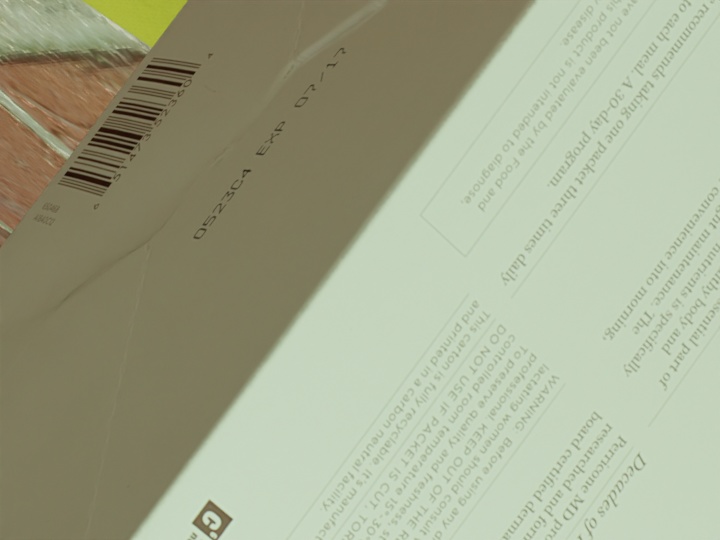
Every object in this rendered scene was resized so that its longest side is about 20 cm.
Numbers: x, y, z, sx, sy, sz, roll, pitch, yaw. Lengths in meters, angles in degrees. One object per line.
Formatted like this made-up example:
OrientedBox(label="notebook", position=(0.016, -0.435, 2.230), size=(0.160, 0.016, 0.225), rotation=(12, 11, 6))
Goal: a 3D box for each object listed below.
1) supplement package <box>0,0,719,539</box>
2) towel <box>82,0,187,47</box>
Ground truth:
OrientedBox(label="supplement package", position=(0.038, 0.036, 0.560), size=(0.200, 0.192, 0.147), rotation=(42, 169, -26))
OrientedBox(label="towel", position=(-0.059, -0.089, 0.832), size=(0.200, 0.018, 0.086), rotation=(35, 164, 18))
